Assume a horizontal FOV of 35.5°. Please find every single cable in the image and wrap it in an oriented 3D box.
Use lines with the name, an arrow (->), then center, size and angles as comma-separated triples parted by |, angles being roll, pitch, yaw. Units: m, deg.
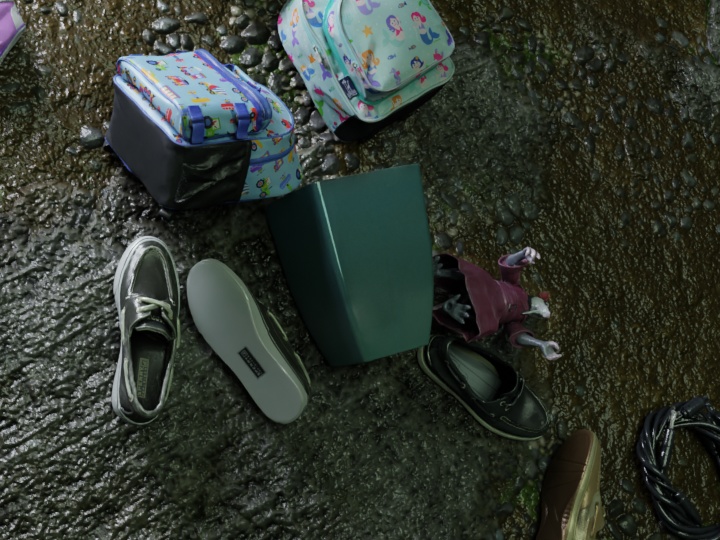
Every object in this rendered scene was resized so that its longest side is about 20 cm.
cable -> 0.446, 0.273, 1.480 | 0.161, 0.051, 0.203 | -17, 84, -30

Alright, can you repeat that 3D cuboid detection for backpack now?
backpack -> 0.003, -0.281, 1.363 | 0.177, 0.150, 0.201 | -32, 86, -29
backpack -> -0.155, -0.154, 1.220 | 0.198, 0.136, 0.183 | -10, 40, -36

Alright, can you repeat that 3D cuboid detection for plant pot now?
plant pot -> 0.000, 0.000, 1.282 | 0.140, 0.141, 0.203 | -13, 89, -29

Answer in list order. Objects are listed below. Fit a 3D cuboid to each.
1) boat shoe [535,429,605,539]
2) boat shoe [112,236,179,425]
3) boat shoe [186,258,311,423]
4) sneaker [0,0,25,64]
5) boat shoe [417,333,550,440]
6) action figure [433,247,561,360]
boat shoe -> 0.261, 0.296, 1.371 | 0.064, 0.071, 0.203 | 26, 73, -25
boat shoe -> -0.219, 0.058, 1.180 | 0.070, 0.064, 0.203 | 7, 72, -26
boat shoe -> -0.121, 0.074, 1.238 | 0.202, 0.070, 0.064 | 59, 19, -6
sneaker -> -0.436, -0.235, 1.159 | 0.200, 0.072, 0.115 | -38, 97, -31
boat shoe -> 0.162, 0.138, 1.362 | 0.199, 0.066, 0.075 | 40, 61, -12
action figure -> 0.161, 0.047, 1.383 | 0.198, 0.148, 0.136 | 8, 76, -45
